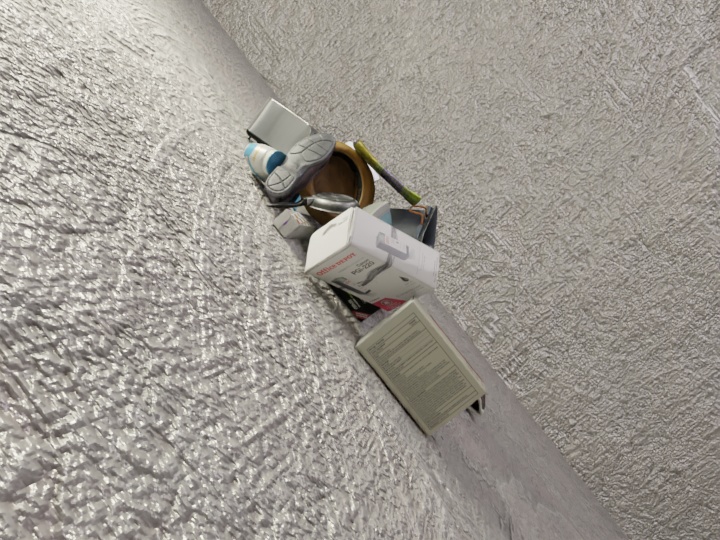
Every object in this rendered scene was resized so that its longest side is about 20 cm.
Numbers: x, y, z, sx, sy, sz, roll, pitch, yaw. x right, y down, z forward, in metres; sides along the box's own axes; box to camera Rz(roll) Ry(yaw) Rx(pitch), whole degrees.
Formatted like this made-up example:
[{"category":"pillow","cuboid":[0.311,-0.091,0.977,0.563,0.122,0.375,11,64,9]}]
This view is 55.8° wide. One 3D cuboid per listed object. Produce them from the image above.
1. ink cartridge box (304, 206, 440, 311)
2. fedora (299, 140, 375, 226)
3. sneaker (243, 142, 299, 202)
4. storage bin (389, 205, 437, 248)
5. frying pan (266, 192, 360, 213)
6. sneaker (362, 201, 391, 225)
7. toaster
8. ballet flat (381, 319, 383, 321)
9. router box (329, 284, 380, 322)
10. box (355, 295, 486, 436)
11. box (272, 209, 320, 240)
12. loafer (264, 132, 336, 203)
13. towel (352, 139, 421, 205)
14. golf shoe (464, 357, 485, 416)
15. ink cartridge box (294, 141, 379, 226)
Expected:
[{"category":"ink cartridge box","cuboid":[0.022,-0.016,1.225,0.200,0.146,0.085,28,55,-26]},{"category":"fedora","cuboid":[-0.064,-0.182,1.495,0.201,0.201,0.082,49,-27,-13]},{"category":"sneaker","cuboid":[-0.180,-0.209,1.459,0.081,0.077,0.200,28,-13,24]},{"category":"storage bin","cuboid":[0.091,-0.078,1.544,0.200,0.134,0.146,-62,157,-57]},{"category":"frying pan","cuboid":[-0.090,-0.141,1.380,0.189,0.031,0.115,8,17,-5]},{"category":"sneaker","cuboid":[0.018,-0.079,1.378,0.200,0.074,0.082,-36,113,-54]},{"category":"toaster","cuboid":[-0.182,-0.337,1.753,0.200,0.119,0.181,37,5,18]},{"category":"ballet flat","cuboid":[0.096,0.154,1.459,0.200,0.067,0.067,33,41,-59]},{"category":"router box","cuboid":[0.000,0.000,1.397,0.150,0.062,0.200,51,23,-4]},{"category":"box","cuboid":[0.105,0.162,1.184,0.200,0.128,0.109,52,7,1]},{"category":"box","cuboid":[-0.124,-0.089,1.354,0.039,0.041,0.200,51,8,5]},{"category":"loafer","cuboid":[-0.124,-0.207,1.399,0.072,0.200,0.063,33,-30,16]},{"category":"towel","cuboid":[0.057,-0.222,1.539,0.200,0.023,0.144,43,3,-2]},{"category":"golf shoe","cuboid":[0.254,0.279,1.711,0.200,0.077,0.088,48,15,-16]},{"category":"ink cartridge box","cuboid":[-0.068,-0.206,1.616,0.129,0.200,0.125,51,8,2]}]
